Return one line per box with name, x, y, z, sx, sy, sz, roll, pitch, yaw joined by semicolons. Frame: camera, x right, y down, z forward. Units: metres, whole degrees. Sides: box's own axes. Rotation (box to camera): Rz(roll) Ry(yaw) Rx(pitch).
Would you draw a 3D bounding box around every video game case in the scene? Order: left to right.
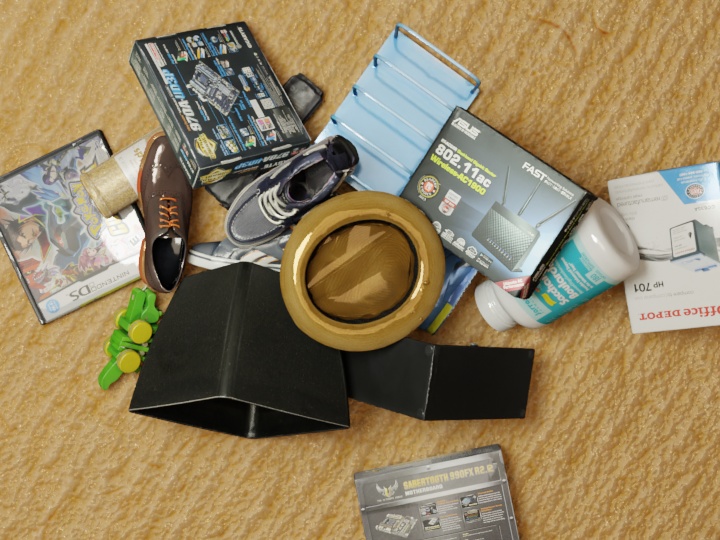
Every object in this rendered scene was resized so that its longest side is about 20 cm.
video game case;-0.380;-0.056;1.531;0.180;0.026;0.201;-25;92;2

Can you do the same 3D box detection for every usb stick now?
usb stick;-0.127;-0.168;1.522;0.055;0.033;0.200;40;92;6

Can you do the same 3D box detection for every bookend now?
bookend;0.082;0.125;1.489;0.199;0.198;0.093;6;93;-44

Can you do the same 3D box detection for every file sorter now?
file sorter;0.042;-0.192;1.475;0.139;0.123;0.200;36;92;0

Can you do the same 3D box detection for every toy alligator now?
toy alligator;-0.285;0.067;1.520;0.054;0.059;0.201;17;98;-41

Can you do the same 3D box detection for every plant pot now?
plant pot;-0.139;0.098;1.433;0.200;0.199;0.178;21;67;-39

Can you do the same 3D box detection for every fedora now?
fedora;0.000;0.000;1.402;0.200;0.082;0.202;0;91;-5

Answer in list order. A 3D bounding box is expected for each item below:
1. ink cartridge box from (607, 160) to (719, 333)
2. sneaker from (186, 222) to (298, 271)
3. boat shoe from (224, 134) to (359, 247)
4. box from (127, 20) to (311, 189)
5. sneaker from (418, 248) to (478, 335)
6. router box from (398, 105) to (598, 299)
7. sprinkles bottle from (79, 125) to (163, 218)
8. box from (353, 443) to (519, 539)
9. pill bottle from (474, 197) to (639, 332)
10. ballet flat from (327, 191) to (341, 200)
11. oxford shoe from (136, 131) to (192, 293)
ink cartridge box;0.407;-0.029;1.469;0.146;0.086;0.201;-9;91;32
sneaker;-0.121;-0.030;1.505;0.199;0.078;0.080;7;95;-7
boat shoe;-0.096;-0.088;1.394;0.200;0.093;0.075;-38;95;20
box;-0.175;-0.210;1.447;0.158;0.046;0.201;-18;69;-31
sneaker;0.118;-0.015;1.509;0.078;0.066;0.200;35;92;2
router box;0.159;-0.081;1.396;0.200;0.062;0.150;36;102;20
sprinkles bottle;-0.258;-0.144;1.491;0.200;0.068;0.068;-33;92;-7
box;0.102;0.326;1.529;0.199;0.048;0.159;-12;91;1
pill bottle;0.240;0.001;1.462;0.200;0.111;0.111;-35;92;31
ballet flat;-0.025;-0.095;1.509;0.200;0.066;0.057;40;92;-8
oxford shoe;-0.236;-0.070;1.443;0.071;0.073;0.201;-4;103;-22
